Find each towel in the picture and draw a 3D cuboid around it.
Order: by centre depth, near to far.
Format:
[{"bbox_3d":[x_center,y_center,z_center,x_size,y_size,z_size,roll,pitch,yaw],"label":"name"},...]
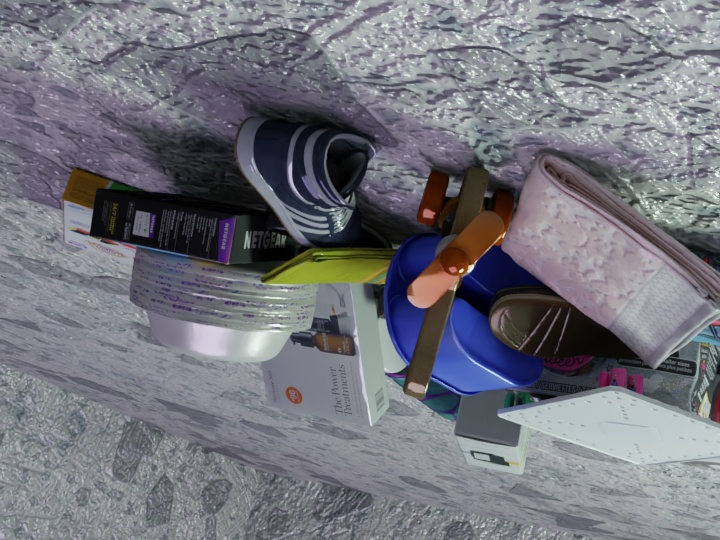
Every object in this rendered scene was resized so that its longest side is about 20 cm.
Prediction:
[{"bbox_3d":[0.209,-0.002,0.996,0.190,0.032,0.200,39,164,10],"label":"towel"},{"bbox_3d":[0.000,0.000,1.176,0.198,0.018,0.086,0,159,-44],"label":"towel"}]

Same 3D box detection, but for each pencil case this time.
[{"bbox_3d":[0.097,0.136,1.579,0.084,0.093,0.200,-29,144,15],"label":"pencil case"}]

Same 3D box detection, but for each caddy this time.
[{"bbox_3d":[0.104,0.044,1.169,0.104,0.143,0.199,-5,153,44],"label":"caddy"}]

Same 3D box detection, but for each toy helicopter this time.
[{"bbox_3d":[0.074,0.011,0.982,0.078,0.203,0.132,16,-179,-1],"label":"toy helicopter"}]

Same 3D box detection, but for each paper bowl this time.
[{"bbox_3d":[-0.147,0.033,1.238,0.197,0.106,0.201,11,-173,-1],"label":"paper bowl"}]

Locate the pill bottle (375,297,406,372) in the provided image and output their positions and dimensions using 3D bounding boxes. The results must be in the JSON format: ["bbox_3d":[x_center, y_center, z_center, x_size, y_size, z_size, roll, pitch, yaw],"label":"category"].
[{"bbox_3d":[-0.030,0.082,1.478,0.198,0.113,0.111,-1,157,43],"label":"pill bottle"}]

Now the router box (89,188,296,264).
[{"bbox_3d":[-0.161,-0.044,1.180,0.147,0.052,0.200,11,-175,15],"label":"router box"}]

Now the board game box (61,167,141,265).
[{"bbox_3d":[-0.282,-0.052,1.404,0.151,0.041,0.200,19,164,-10],"label":"board game box"}]

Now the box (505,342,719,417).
[{"bbox_3d":[0.271,0.104,1.253,0.197,0.116,0.132,5,160,26],"label":"box"}]

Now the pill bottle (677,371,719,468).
[{"bbox_3d":[0.387,0.175,1.382,0.110,0.112,0.199,28,160,-36],"label":"pill bottle"}]

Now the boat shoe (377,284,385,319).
[{"bbox_3d":[0.108,0.058,1.355,0.199,0.061,0.072,22,163,-20],"label":"boat shoe"}]

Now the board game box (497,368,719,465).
[{"bbox_3d":[0.268,0.148,1.152,0.198,0.026,0.199,21,159,-21],"label":"board game box"}]

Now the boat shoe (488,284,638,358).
[{"bbox_3d":[0.208,0.043,1.140,0.197,0.065,0.074,11,129,-24],"label":"boat shoe"}]

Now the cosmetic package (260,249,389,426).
[{"bbox_3d":[-0.052,0.076,1.378,0.149,0.052,0.203,8,119,31],"label":"cosmetic package"}]

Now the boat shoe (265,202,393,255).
[{"bbox_3d":[-0.032,-0.033,1.192,0.074,0.063,0.200,2,160,34],"label":"boat shoe"}]

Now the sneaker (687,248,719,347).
[{"bbox_3d":[0.308,0.026,1.026,0.198,0.080,0.095,-2,154,46],"label":"sneaker"}]

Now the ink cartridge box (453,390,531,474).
[{"bbox_3d":[0.180,0.168,1.495,0.082,0.148,0.200,9,163,13],"label":"ink cartridge box"}]

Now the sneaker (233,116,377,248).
[{"bbox_3d":[-0.022,-0.068,1.050,0.107,0.071,0.200,8,159,31],"label":"sneaker"}]
